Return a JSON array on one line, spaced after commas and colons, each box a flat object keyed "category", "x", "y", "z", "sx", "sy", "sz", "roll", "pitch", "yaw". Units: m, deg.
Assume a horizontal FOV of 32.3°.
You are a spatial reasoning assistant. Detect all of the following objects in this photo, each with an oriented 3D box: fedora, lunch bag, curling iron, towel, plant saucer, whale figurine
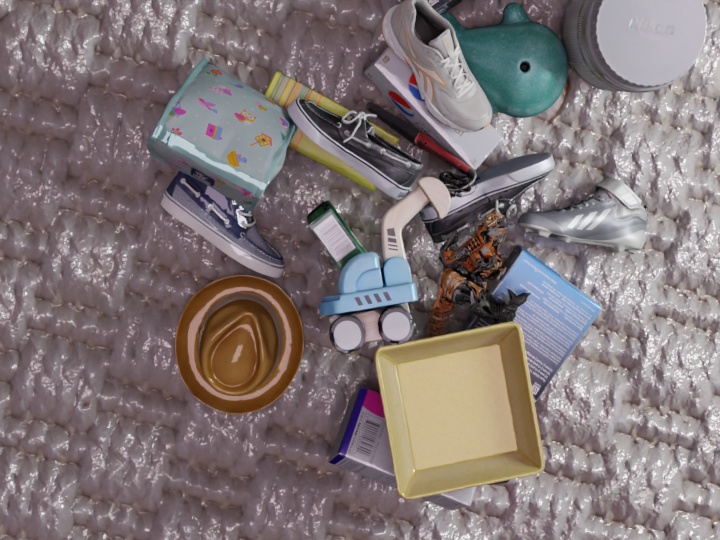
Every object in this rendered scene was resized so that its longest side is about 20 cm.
[{"category": "fedora", "x": -0.171, "y": 0.109, "z": 1.739, "sx": 0.197, "sy": 0.082, "sz": 0.205, "roll": 0, "pitch": 98, "yaw": -3}, {"category": "lunch bag", "x": -0.181, "y": -0.169, "z": 1.632, "sx": 0.169, "sy": 0.201, "sz": 0.123, "roll": 29, "pitch": 116, "yaw": -7}, {"category": "curling iron", "x": 0.080, "y": -0.170, "z": 1.696, "sx": 0.049, "sy": 0.026, "sz": 0.200, "roll": -40, "pitch": 70, "yaw": -19}, {"category": "towel", "x": -0.049, "y": -0.194, "z": 1.734, "sx": 0.198, "sy": 0.018, "sz": 0.087, "roll": 28, "pitch": 102, "yaw": -6}, {"category": "plant saucer", "x": 0.128, "y": 0.181, "z": 1.635, "sx": 0.196, "sy": 0.048, "sz": 0.204, "roll": -10, "pitch": 92, "yaw": -1}, {"category": "whale figurine", "x": 0.185, "y": -0.285, "z": 1.682, "sx": 0.197, "sy": 0.104, "sz": 0.161, "roll": 21, "pitch": 98, "yaw": 0}]

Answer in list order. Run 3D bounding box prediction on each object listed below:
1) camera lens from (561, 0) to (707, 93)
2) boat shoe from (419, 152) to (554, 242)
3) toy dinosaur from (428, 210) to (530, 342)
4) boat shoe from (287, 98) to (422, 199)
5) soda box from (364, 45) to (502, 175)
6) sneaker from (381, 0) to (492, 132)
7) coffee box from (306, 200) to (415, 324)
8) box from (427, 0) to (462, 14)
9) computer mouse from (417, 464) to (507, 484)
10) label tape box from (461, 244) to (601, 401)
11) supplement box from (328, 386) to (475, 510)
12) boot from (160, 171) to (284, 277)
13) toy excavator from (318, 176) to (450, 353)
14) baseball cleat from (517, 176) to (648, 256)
[{"category": "camera lens", "x": 0.356, "y": -0.316, "z": 1.634, "sx": 0.157, "sy": 0.200, "sz": 0.163, "roll": 0, "pitch": 99, "yaw": -2}, {"category": "boat shoe", "x": 0.181, "y": -0.097, "z": 1.719, "sx": 0.197, "sy": 0.074, "sz": 0.069, "roll": -26, "pitch": 106, "yaw": 4}, {"category": "toy dinosaur", "x": 0.155, "y": 0.023, "z": 1.688, "sx": 0.135, "sy": 0.102, "sz": 0.202, "roll": 34, "pitch": 122, "yaw": 9}, {"category": "boat shoe", "x": -0.006, "y": -0.180, "z": 1.676, "sx": 0.198, "sy": 0.074, "sz": 0.068, "roll": 38, "pitch": 113, "yaw": 6}, {"category": "soda box", "x": 0.099, "y": -0.226, "z": 1.701, "sx": 0.200, "sy": 0.068, "sz": 0.064, "roll": 45, "pitch": 80, "yaw": -8}, {"category": "sneaker", "x": 0.107, "y": -0.269, "z": 1.621, "sx": 0.076, "sy": 0.092, "sz": 0.201, "roll": -42, "pitch": 96, "yaw": -19}, {"category": "coffee box", "x": 0.000, "y": 0.000, "z": 1.710, "sx": 0.044, "sy": 0.123, "sz": 0.201, "roll": -36, "pitch": 100, "yaw": 3}, {"category": "box", "x": 0.129, "y": -0.456, "z": 1.669, "sx": 0.198, "sy": 0.044, "sz": 0.162, "roll": -32, "pitch": 85, "yaw": 3}, {"category": "computer mouse", "x": 0.123, "y": 0.205, "z": 1.700, "sx": 0.138, "sy": 0.046, "sz": 0.203, "roll": -13, "pitch": 72, "yaw": -3}, {"category": "label tape box", "x": 0.224, "y": 0.089, "z": 1.761, "sx": 0.142, "sy": 0.066, "sz": 0.201, "roll": 34, "pitch": 99, "yaw": -6}, {"category": "supplement box", "x": 0.068, "y": 0.252, "z": 1.746, "sx": 0.197, "sy": 0.103, "sz": 0.103, "roll": 22, "pitch": 72, "yaw": -4}, {"category": "boot", "x": -0.173, "y": -0.077, "z": 1.716, "sx": 0.198, "sy": 0.073, "sz": 0.091, "roll": 33, "pitch": 102, "yaw": -6}, {"category": "toy excavator", "x": 0.033, "y": -0.008, "z": 1.609, "sx": 0.191, "sy": 0.100, "sz": 0.204, "roll": -10, "pitch": 91, "yaw": 0}, {"category": "baseball cleat", "x": 0.310, "y": -0.082, "z": 1.732, "sx": 0.197, "sy": 0.070, "sz": 0.108, "roll": 9, "pitch": 91, "yaw": -24}]
